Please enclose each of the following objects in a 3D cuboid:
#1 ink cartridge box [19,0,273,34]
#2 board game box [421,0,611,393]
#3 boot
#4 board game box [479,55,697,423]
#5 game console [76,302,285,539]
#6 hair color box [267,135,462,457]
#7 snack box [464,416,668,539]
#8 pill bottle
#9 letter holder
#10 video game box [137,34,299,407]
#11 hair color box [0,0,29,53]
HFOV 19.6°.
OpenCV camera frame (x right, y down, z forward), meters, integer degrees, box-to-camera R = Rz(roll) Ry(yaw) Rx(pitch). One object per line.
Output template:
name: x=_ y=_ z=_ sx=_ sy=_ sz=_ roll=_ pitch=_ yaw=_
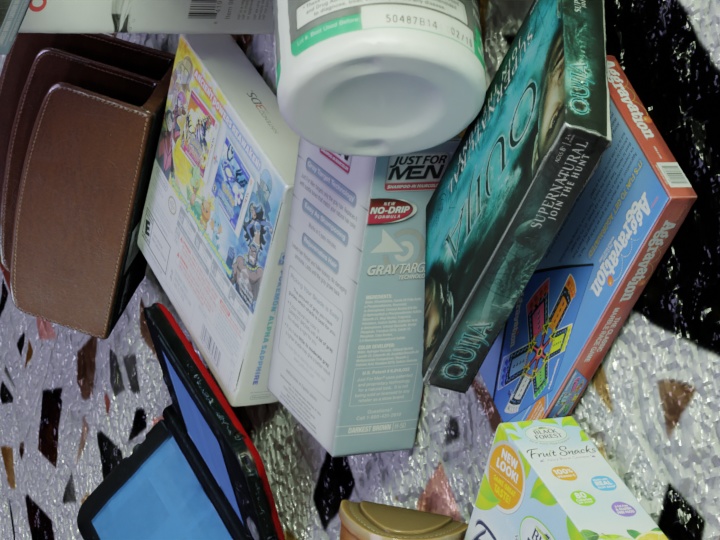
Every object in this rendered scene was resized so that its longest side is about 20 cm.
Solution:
ink cartridge box: x=-0.143 y=-0.235 z=1.356 sx=0.084 sy=0.200 sz=0.145 roll=52 pitch=136 yaw=47
board game box: x=0.078 y=-0.049 z=1.082 sx=0.135 sy=0.028 sz=0.200 roll=-87 pitch=16 yaw=-44
boot: x=0.012 y=0.212 z=1.178 sx=0.200 sy=0.074 sz=0.155 roll=87 pitch=-166 yaw=-82
board game box: x=0.108 y=-0.004 z=1.092 sx=0.200 sy=0.019 sz=0.103 roll=-65 pitch=36 yaw=42
game console: x=-0.140 y=0.153 z=1.464 sx=0.200 sy=0.119 sz=0.173 roll=52 pitch=161 yaw=47
hair color box: x=0.000 y=0.000 z=1.256 sx=0.099 sy=0.061 sz=0.200 roll=40 pitch=128 yaw=54
snack box: x=0.099 y=0.198 z=1.090 sx=0.142 sy=0.053 sz=0.200 roll=53 pitch=138 yaw=46
pill bottle: x=0.006 y=-0.173 z=1.148 sx=0.113 sy=0.113 sz=0.200 roll=131 pitch=141 yaw=-53
letter holder: x=-0.225 y=-0.073 z=1.561 sx=0.101 sy=0.142 sz=0.200 roll=-68 pitch=-5 yaw=-59
video game box: x=-0.090 y=-0.038 z=1.441 sx=0.200 sy=0.047 sz=0.182 roll=55 pitch=141 yaw=45
hair color box: x=-0.243 y=-0.240 z=1.251 sx=0.099 sy=0.061 sz=0.200 roll=128 pitch=134 yaw=-53
